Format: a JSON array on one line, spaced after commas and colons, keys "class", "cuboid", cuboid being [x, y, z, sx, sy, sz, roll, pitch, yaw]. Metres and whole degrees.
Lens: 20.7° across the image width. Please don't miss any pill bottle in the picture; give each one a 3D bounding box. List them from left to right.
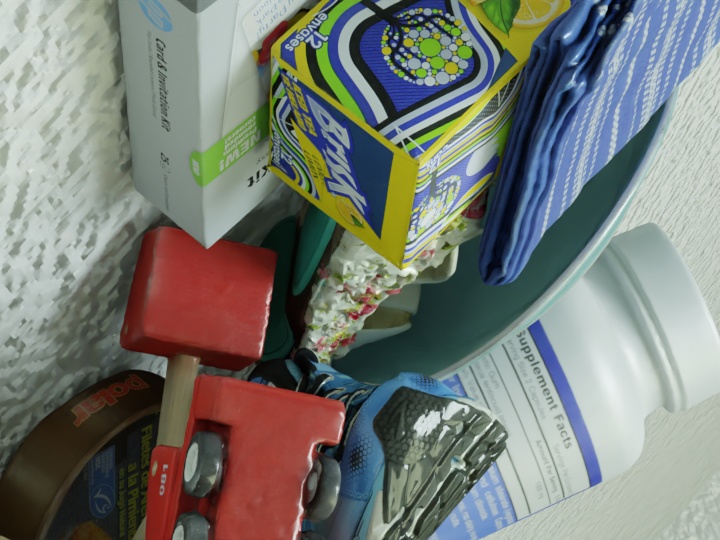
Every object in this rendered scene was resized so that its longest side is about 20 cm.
[{"class": "pill bottle", "cuboid": [0.057, 0.056, 0.880, 0.199, 0.113, 0.112, -25, 160, -2]}]

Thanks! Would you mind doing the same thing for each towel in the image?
[{"class": "towel", "cuboid": [0.113, -0.090, 0.677, 0.200, 0.024, 0.145, -45, 164, -26]}]

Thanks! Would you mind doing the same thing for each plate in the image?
[{"class": "plate", "cuboid": [0.060, -0.024, 0.816, 0.200, 0.026, 0.201, -41, -157, 22]}]

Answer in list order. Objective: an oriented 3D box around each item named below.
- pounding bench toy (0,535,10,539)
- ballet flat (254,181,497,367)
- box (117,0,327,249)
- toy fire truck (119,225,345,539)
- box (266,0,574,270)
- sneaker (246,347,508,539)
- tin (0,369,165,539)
[{"class": "pounding bench toy", "cuboid": [-0.152, 0.137, 0.653, 0.201, 0.123, 0.157, -68, -178, -51]}, {"class": "ballet flat", "cuboid": [0.000, 0.000, 0.762, 0.200, 0.063, 0.076, 133, -36, -68]}, {"class": "box", "cuboid": [-0.011, -0.114, 0.632, 0.156, 0.041, 0.200, -43, 163, -23]}, {"class": "toy fire truck", "cuboid": [-0.055, 0.085, 0.674, 0.141, 0.048, 0.202, 173, -72, -69]}, {"class": "box", "cuboid": [0.057, -0.097, 0.661, 0.200, 0.064, 0.070, -46, 163, -24]}, {"class": "sneaker", "cuboid": [-0.012, 0.072, 0.724, 0.078, 0.090, 0.200, -47, 177, -19]}, {"class": "tin", "cuboid": [-0.104, 0.130, 0.833, 0.112, 0.042, 0.201, -26, 136, -36]}]
